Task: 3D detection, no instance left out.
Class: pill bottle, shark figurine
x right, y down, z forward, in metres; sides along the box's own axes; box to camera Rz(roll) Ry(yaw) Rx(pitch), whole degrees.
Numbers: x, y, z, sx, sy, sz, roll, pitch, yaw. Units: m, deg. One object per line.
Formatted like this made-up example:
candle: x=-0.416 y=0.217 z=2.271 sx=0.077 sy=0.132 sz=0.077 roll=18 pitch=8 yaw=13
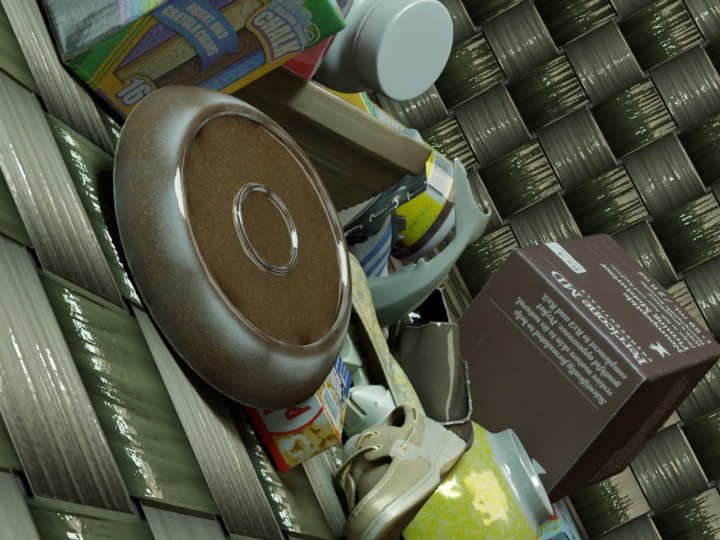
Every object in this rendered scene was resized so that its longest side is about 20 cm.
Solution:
pill bottle: x=-0.024 y=-0.205 z=1.398 sx=0.199 sy=0.111 sz=0.111 roll=32 pitch=-14 yaw=38
shark figurine: x=0.010 y=0.004 z=1.424 sx=0.089 sy=0.214 sz=0.129 roll=36 pitch=47 yaw=-27
pill bottle: x=-0.002 y=-0.102 z=1.706 sx=0.199 sy=0.109 sz=0.110 roll=35 pitch=17 yaw=-22

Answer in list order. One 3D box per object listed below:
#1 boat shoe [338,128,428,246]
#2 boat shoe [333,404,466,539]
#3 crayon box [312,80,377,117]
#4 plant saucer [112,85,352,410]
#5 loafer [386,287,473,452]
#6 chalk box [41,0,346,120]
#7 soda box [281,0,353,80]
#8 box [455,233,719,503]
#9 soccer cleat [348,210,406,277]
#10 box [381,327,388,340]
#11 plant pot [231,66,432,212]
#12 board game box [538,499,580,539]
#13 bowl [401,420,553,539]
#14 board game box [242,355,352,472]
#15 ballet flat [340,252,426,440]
boat shoe: x=-0.001 y=-0.055 z=1.523 sx=0.200 sy=0.068 sz=0.057 roll=-41 pitch=119 yaw=-42
boat shoe: x=0.016 y=0.142 z=1.234 sx=0.069 sy=0.074 sz=0.200 roll=40 pitch=15 yaw=5
crayon box: x=-0.075 y=-0.184 z=1.578 sx=0.201 sy=0.118 sz=0.058 roll=63 pitch=7 yaw=8
plant saucer: x=-0.064 y=-0.020 z=1.041 sx=0.200 sy=0.032 sz=0.202 roll=37 pitch=42 yaw=-41
loafer: x=0.049 y=0.076 z=1.437 sx=0.201 sy=0.072 sz=0.072 roll=-103 pitch=-168 yaw=-59
chalk box: x=-0.094 y=-0.198 z=1.123 sx=0.125 sy=0.199 sz=0.124 roll=66 pitch=7 yaw=26
soda box: x=-0.105 y=-0.216 z=1.288 sx=0.199 sy=0.070 sz=0.063 roll=30 pitch=9 yaw=-3
box: x=0.188 y=0.086 z=1.600 sx=0.166 sy=0.165 sz=0.199 roll=46 pitch=25 yaw=19
soccer cleat: x=-0.008 y=-0.007 z=1.666 sx=0.201 sy=0.085 sz=0.070 roll=93 pitch=-16 yaw=-52
box: x=0.026 y=0.099 z=1.598 sx=0.201 sy=0.037 sz=0.137 roll=59 pitch=8 yaw=-34
plant pot: x=-0.050 y=-0.103 z=1.396 sx=0.199 sy=0.093 sz=0.201 roll=28 pitch=5 yaw=-2
board game box: x=0.133 y=0.223 z=1.653 sx=0.105 sy=0.102 sz=0.201 roll=56 pitch=8 yaw=-37
bowl: x=0.094 y=0.190 z=1.467 sx=0.201 sy=0.107 sz=0.200 roll=62 pitch=6 yaw=-12
board game box: x=-0.073 y=0.011 z=1.132 sx=0.201 sy=0.046 sz=0.152 roll=62 pitch=7 yaw=-8
ballet flat: x=-0.005 y=0.078 z=1.354 sx=0.071 sy=0.070 sz=0.202 roll=37 pitch=32 yaw=-75
